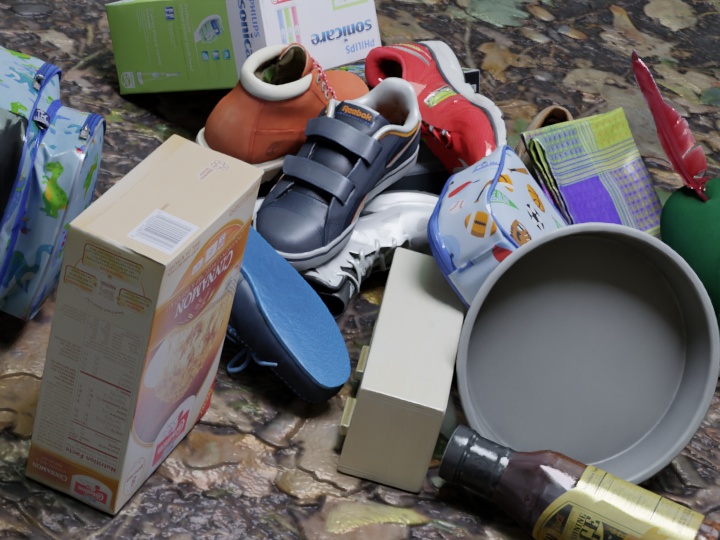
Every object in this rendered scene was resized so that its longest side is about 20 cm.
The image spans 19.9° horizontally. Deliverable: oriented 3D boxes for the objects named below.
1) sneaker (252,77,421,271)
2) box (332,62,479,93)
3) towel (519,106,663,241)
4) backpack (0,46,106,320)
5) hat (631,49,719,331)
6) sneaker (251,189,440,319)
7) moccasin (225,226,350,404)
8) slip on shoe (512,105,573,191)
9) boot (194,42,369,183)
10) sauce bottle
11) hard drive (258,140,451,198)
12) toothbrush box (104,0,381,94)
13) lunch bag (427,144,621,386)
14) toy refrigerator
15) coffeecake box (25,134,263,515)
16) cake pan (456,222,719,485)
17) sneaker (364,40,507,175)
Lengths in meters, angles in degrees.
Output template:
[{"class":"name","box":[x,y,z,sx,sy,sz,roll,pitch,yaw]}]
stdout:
[{"class":"sneaker","box":[-0.020,-0.082,1.606,0.078,0.080,0.200,24,45,19]},{"class":"box","box":[0.005,-0.161,1.858,0.109,0.035,0.199,13,18,40]},{"class":"towel","box":[0.219,-0.037,1.717,0.143,0.023,0.201,-16,79,-46]},{"class":"backpack","box":[-0.268,-0.066,1.496,0.146,0.184,0.200,17,24,-10]},{"class":"hat","box":[0.255,-0.047,1.708,0.175,0.167,0.200,23,35,16]},{"class":"sneaker","box":[0.000,0.000,1.630,0.199,0.076,0.116,-2,43,-13]},{"class":"moccasin","box":[-0.081,0.025,1.535,0.080,0.068,0.200,-5,52,-50]},{"class":"slip on shoe","box":[0.151,-0.075,1.735,0.075,0.061,0.200,20,31,7]},{"class":"boot","box":[-0.044,-0.140,1.654,0.075,0.108,0.200,39,36,18]},{"class":"sauce bottle","box":[0.151,0.166,1.427,0.199,0.066,0.066,22,31,14]},{"class":"hard drive","box":[-0.021,-0.093,1.765,0.199,0.033,0.139,-9,26,-35]},{"class":"toothbrush box","box":[-0.104,-0.212,1.811,0.199,0.087,0.145,3,17,42]},{"class":"lunch bag","box":[0.136,0.008,1.579,0.201,0.075,0.160,54,21,-13]},{"class":"toy refrigerator","box":[0.032,0.069,1.515,0.069,0.076,0.200,15,32,0]},{"class":"coffeecake box","box":[-0.144,0.035,1.367,0.073,0.201,0.154,22,32,12]},{"class":"cake pan","box":[0.162,0.063,1.487,0.198,0.202,0.037,8,7,-13]},{"class":"sneaker","box":[0.058,-0.125,1.728,0.084,0.077,0.200,-1,35,-27]}]
